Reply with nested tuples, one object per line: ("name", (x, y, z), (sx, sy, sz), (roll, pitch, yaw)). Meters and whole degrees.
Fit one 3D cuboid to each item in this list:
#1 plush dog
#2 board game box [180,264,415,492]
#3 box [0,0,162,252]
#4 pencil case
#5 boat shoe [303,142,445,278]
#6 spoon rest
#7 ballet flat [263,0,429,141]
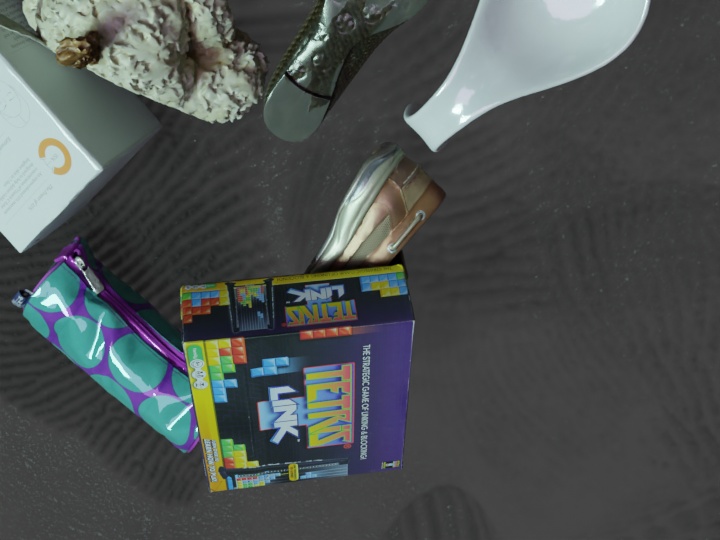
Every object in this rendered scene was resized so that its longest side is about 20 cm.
("plush dog", (-0.142, -0.213, 0.703), (0.198, 0.160, 0.174), (28, 99, 4))
("board game box", (-0.046, 0.089, 0.795), (0.162, 0.057, 0.202), (-5, 139, -5))
("box", (-0.276, -0.139, 0.813), (0.124, 0.098, 0.201), (-35, 100, 33))
("pencil case", (-0.198, 0.064, 0.901), (0.199, 0.085, 0.092), (40, 139, -3))
("boat shoe", (0.000, 0.000, 0.791), (0.071, 0.076, 0.201), (30, 126, 1))
("spoon rest", (0.100, -0.145, 0.675), (0.099, 0.061, 0.200), (44, 125, -5))
("ballet flat", (-0.005, -0.173, 0.717), (0.067, 0.047, 0.201), (30, 123, -14))
